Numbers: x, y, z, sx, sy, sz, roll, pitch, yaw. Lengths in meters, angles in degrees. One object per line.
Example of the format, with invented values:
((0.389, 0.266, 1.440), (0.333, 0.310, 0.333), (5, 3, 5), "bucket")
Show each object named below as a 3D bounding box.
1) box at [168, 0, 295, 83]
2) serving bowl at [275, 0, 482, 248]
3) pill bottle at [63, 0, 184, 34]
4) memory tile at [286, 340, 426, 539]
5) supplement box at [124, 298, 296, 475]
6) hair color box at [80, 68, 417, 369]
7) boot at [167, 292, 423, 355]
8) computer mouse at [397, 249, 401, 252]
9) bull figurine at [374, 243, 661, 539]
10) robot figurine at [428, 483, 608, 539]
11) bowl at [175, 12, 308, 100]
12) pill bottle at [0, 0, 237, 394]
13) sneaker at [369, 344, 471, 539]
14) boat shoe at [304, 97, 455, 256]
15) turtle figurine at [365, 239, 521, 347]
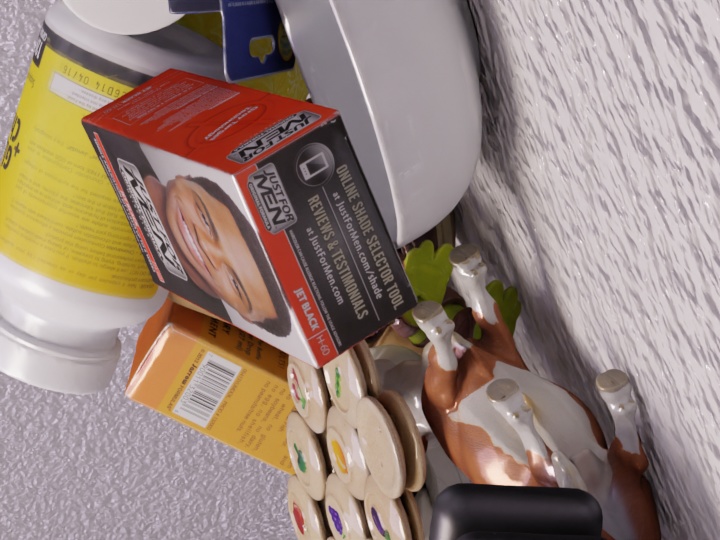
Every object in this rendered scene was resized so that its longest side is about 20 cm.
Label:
((-0.066, -0.195, 0.962), (0.121, 0.032, 0.202), (-32, -61, -73), "box")
((0.008, -0.115, 0.884), (0.200, 0.065, 0.202), (158, 90, -84), "serving bowl")
((-0.135, -0.213, 1.064), (0.201, 0.112, 0.113), (-109, 2, -51), "pill bottle")
((-0.006, 0.109, 1.005), (0.154, 0.017, 0.201), (-124, 26, -44), "memory tile")
((-0.041, 0.081, 1.209), (0.199, 0.069, 0.067), (28, -153, -14), "supplement box")
((-0.058, -0.031, 0.938), (0.200, 0.061, 0.102), (20, 137, 61), "hair color box")
((-0.026, 0.037, 1.160), (0.199, 0.067, 0.175), (23, -163, -24), "boot")
((-0.033, 0.003, 1.281), (0.053, 0.198, 0.140), (-48, 54, 44), "computer mouse")
((0.066, 0.067, 0.903), (0.200, 0.065, 0.122), (37, 152, 45), "bull figurine")
((0.060, 0.190, 0.811), (0.124, 0.150, 0.202), (17, 112, 29), "robot figurine")
((-0.073, -0.150, 1.224), (0.200, 0.106, 0.202), (173, 90, -80), "bowl")
((-0.147, -0.039, 1.087), (0.112, 0.111, 0.202), (-125, 53, -66), "pill bottle")
((0.048, 0.141, 1.075), (0.200, 0.078, 0.099), (46, -152, -5), "sneaker")
((-0.004, -0.084, 1.076), (0.072, 0.071, 0.201), (-122, 11, -63), "boat shoe")
((0.000, 0.000, 1.036), (0.200, 0.065, 0.161), (46, 165, -30), "turtle figurine")
